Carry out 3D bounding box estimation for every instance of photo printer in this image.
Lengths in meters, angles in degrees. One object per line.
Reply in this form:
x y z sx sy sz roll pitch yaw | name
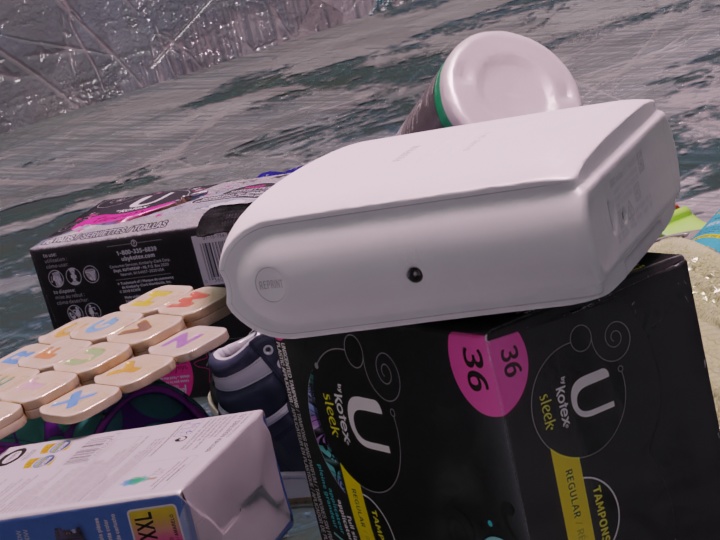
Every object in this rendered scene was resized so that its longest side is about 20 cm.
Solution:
0.038 -0.024 1.140 0.199 0.070 0.166 -8 14 24 | photo printer

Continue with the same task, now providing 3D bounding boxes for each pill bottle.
0.079 -0.080 1.788 0.113 0.114 0.200 -21 -19 -30 | pill bottle

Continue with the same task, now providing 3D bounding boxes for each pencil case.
-0.172 0.103 1.487 0.092 0.086 0.200 -31 18 -26 | pencil case

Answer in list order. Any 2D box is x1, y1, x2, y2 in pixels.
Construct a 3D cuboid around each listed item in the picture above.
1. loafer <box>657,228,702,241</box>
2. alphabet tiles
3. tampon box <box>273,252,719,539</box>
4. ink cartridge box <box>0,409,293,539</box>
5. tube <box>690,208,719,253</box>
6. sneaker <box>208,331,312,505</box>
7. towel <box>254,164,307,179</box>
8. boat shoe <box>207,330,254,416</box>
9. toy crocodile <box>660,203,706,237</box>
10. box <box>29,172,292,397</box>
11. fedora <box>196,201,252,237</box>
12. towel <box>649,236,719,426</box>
0.265 -0.012 1.518 0.199 0.070 0.070 -11 50 11 | loafer
-0.174 0.056 1.462 0.199 0.015 0.195 -29 17 -29 | alphabet tiles
0.068 0.074 1.189 0.126 0.151 0.200 -20 14 -29 | tampon box
-0.154 0.143 1.309 0.199 0.077 0.136 -8 13 20 | ink cartridge box
0.245 -0.026 1.456 0.077 0.051 0.200 14 33 28 | tube
0.003 0.071 1.377 0.199 0.109 0.070 -9 13 22 | sneaker
0.029 -0.024 1.746 0.199 0.148 0.050 -6 46 33 | towel
-0.051 0.067 1.557 0.074 0.067 0.199 -18 13 -19 | boat shoe
0.193 -0.029 1.724 0.067 0.062 0.200 -19 14 -23 | toy crocodile
-0.114 0.011 1.715 0.199 0.133 0.115 -8 17 27 | box
0.000 0.000 1.464 0.199 0.092 0.201 -3 3 0 | fedora
0.173 0.050 1.285 0.148 0.037 0.200 -40 33 -14 | towel
